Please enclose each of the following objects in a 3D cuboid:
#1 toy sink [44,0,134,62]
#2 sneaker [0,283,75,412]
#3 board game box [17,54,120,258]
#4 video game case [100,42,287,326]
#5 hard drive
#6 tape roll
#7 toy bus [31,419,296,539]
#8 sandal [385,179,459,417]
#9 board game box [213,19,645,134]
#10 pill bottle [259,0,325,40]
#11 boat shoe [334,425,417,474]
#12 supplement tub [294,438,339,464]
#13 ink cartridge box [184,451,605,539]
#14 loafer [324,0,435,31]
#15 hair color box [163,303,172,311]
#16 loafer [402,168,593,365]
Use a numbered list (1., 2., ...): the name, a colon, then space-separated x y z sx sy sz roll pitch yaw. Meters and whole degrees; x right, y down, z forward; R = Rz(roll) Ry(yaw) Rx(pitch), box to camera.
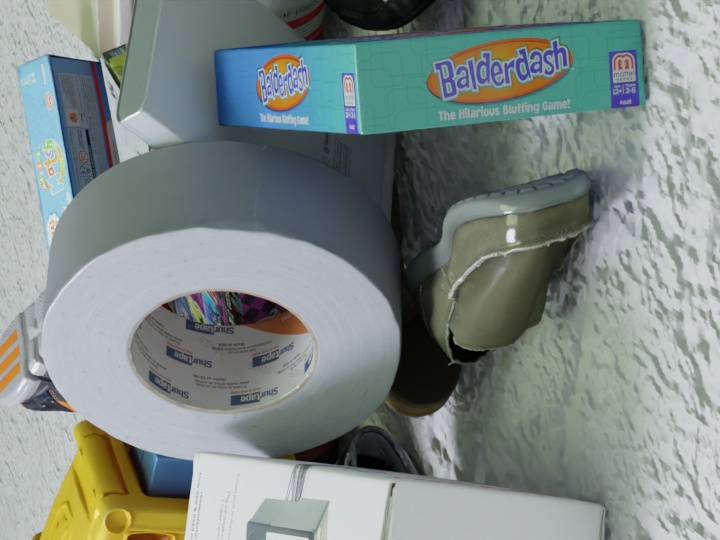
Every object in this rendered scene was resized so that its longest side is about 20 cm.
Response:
1. toy sink: -0.140 -0.214 1.397 0.200 0.130 0.113 -142 48 -58
2. sneaker: -0.153 0.034 1.293 0.200 0.112 0.078 -38 48 42
3. board game box: -0.155 -0.071 1.411 0.036 0.200 0.152 -15 81 34
4. video game case: -0.100 -0.018 1.238 0.182 0.036 0.201 53 160 34
5. hard drive: -0.053 -0.087 1.120 0.026 0.200 0.132 -24 47 34
6. tape roll: -0.075 0.022 1.088 0.201 0.199 0.066 108 166 -47
7. toy bus: -0.095 0.156 1.228 0.136 0.199 0.193 -124 47 -56
8. sandal: -0.005 0.001 1.216 0.070 0.077 0.213 118 133 -61
9. board game box: 0.029 -0.099 0.995 0.200 0.151 0.045 -167 71 -66
10. pill bottle: -0.083 -0.129 1.304 0.112 0.112 0.201 -122 30 -45
11. boat shoe: 0.027 0.188 1.212 0.068 0.071 0.201 108 154 -50
12. supplement tub: -0.069 0.184 1.388 0.107 0.106 0.201 -137 44 -57
13. ink cartridge box: 0.014 0.151 1.063 0.200 0.145 0.085 0 81 56
14. loafer: -0.011 -0.197 1.150 0.070 0.068 0.201 49 180 -34
15. hair color box: -0.118 0.079 1.465 0.200 0.110 0.064 112 144 -52
16. loafer: 0.078 0.002 1.026 0.200 0.075 0.070 126 128 -72
